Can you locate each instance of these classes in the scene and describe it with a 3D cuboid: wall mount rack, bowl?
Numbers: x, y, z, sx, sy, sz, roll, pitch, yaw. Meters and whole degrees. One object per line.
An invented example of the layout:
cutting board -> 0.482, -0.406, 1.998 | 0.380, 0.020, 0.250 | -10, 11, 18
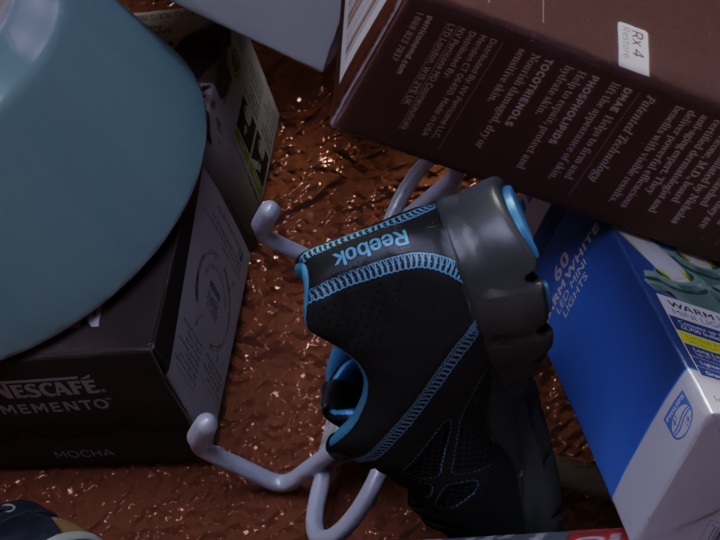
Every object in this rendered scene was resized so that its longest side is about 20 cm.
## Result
wall mount rack -> 0.000, 0.000, 0.807 | 0.074, 0.174, 0.201 | 27, 52, -17
bowl -> -0.173, -0.067, 0.844 | 0.199, 0.105, 0.202 | -11, 49, 13

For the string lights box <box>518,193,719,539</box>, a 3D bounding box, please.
string lights box -> 0.126, 0.030, 0.743 | 0.102, 0.059, 0.201 | 16, 26, -20

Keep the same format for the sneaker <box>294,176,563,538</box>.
sneaker -> 0.026, 0.048, 0.721 | 0.081, 0.201, 0.074 | -13, 45, -2

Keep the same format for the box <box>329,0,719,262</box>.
box -> 0.093, -0.075, 0.732 | 0.198, 0.075, 0.101 | 19, 45, -16

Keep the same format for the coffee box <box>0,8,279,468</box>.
coffee box -> -0.112, -0.017, 0.903 | 0.112, 0.080, 0.201 | -4, 50, 15

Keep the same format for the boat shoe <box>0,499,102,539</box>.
boat shoe -> -0.187, 0.157, 0.791 | 0.199, 0.075, 0.062 | -33, 45, -18

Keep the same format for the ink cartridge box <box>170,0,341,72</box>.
ink cartridge box -> -0.059, -0.210, 0.861 | 0.199, 0.145, 0.146 | 25, 38, 2

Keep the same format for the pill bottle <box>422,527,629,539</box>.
pill bottle -> 0.015, 0.151, 0.702 | 0.198, 0.116, 0.117 | -5, 50, 12

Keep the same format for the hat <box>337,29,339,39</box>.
hat -> 0.090, -0.127, 0.832 | 0.200, 0.201, 0.081 | -36, 81, -14

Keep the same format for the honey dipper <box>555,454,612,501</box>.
honey dipper -> 0.093, 0.081, 0.791 | 0.199, 0.038, 0.038 | 16, 57, 29
